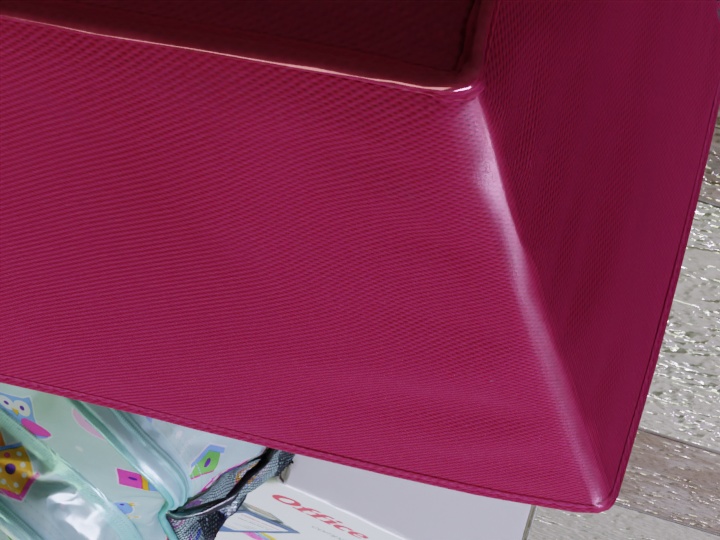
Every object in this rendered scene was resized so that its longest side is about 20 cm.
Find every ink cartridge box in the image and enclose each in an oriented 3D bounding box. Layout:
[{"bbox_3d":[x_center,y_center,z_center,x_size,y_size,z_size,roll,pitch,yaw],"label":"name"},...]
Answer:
[{"bbox_3d":[-0.032,0.083,1.339,0.145,0.088,0.200,27,159,-35],"label":"ink cartridge box"}]

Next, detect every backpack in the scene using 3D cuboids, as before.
[{"bbox_3d":[-0.113,0.028,1.073,0.176,0.153,0.200,40,159,10],"label":"backpack"}]

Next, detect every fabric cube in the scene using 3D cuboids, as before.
[{"bbox_3d":[-0.035,-0.095,0.496,0.196,0.200,0.199,12,163,15],"label":"fabric cube"}]
